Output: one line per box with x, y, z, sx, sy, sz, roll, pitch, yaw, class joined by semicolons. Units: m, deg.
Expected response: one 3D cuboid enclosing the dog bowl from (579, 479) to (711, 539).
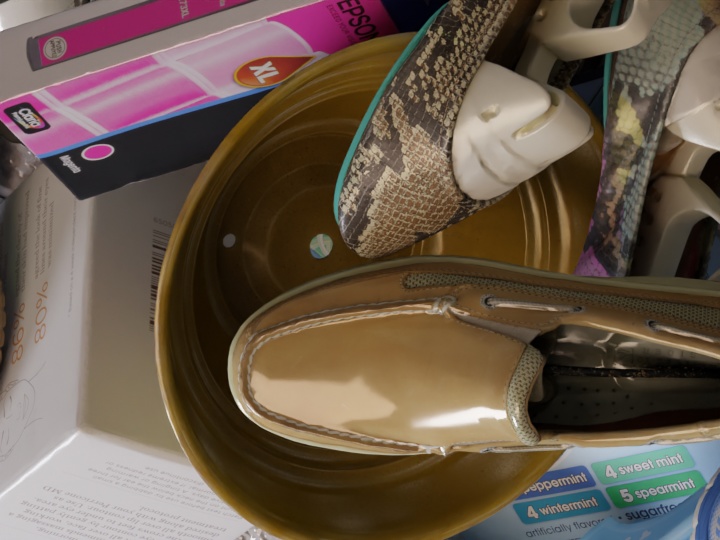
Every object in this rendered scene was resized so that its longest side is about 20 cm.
0.161;0.122;1.096;0.200;0.050;0.112;-39;95;12;dog bowl

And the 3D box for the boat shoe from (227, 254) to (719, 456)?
0.051;0.034;0.970;0.199;0.076;0.072;-5;104;3;boat shoe

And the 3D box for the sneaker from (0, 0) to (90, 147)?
-0.149;-0.140;1.123;0.088;0.074;0.200;1;125;-11;sneaker

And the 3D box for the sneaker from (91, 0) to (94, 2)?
-0.051;-0.147;1.088;0.085;0.078;0.200;55;135;7;sneaker

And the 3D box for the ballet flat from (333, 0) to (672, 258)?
0.065;-0.086;0.977;0.075;0.200;0.068;24;170;38;ballet flat

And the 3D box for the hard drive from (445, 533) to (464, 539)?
0.096;0.177;1.216;0.200;0.132;0.027;31;105;5;hard drive

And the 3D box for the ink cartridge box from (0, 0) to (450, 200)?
-0.036;-0.085;1.060;0.199;0.037;0.095;-19;154;10;ink cartridge box

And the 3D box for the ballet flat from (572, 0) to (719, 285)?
0.119;-0.030;1.025;0.071;0.069;0.201;24;105;44;ballet flat

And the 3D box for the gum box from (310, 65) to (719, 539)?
0.077;0.026;1.159;0.170;0.045;0.200;-14;116;38;gum box

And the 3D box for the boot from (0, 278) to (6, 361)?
-0.232;-0.014;1.142;0.166;0.201;0.072;6;167;-31;boot

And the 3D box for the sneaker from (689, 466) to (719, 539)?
0.199;0.043;1.010;0.078;0.200;0.089;37;176;4;sneaker

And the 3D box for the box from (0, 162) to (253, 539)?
-0.121;0.055;1.208;0.106;0.153;0.200;18;144;-29;box

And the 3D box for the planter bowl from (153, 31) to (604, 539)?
0.000;0.000;1.065;0.083;0.200;0.201;32;151;60;planter bowl
